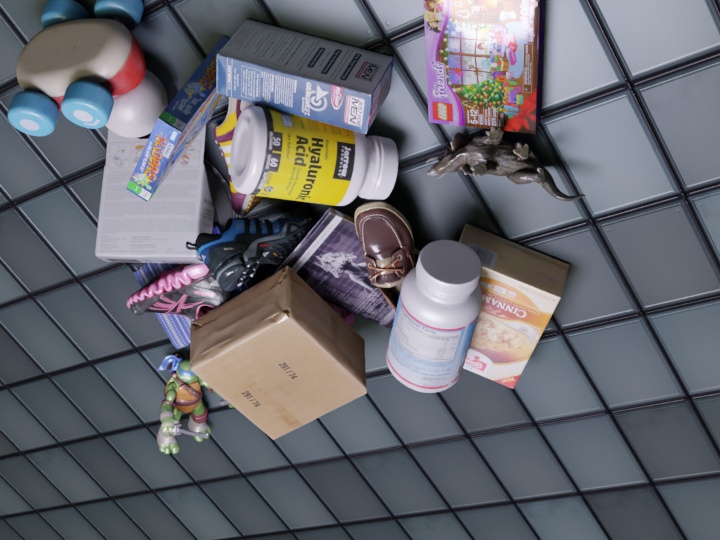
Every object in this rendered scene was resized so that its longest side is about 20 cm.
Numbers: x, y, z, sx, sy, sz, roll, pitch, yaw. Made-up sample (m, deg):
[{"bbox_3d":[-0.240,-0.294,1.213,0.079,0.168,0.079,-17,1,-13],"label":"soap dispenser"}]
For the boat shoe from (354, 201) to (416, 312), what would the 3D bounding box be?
[{"bbox_3d":[0.042,-0.007,1.455,0.072,0.072,0.201,-11,137,8],"label":"boat shoe"}]

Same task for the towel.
[{"bbox_3d":[-0.249,0.026,1.623,0.199,0.024,0.146,-26,93,40],"label":"towel"}]

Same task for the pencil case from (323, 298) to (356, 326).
[{"bbox_3d":[-0.094,0.082,1.649,0.083,0.087,0.200,27,140,-32],"label":"pencil case"}]

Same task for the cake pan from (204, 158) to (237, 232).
[{"bbox_3d":[-0.281,-0.099,1.600,0.199,0.037,0.201,12,133,13],"label":"cake pan"}]

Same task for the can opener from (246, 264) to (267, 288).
[{"bbox_3d":[-0.155,0.048,1.613,0.066,0.053,0.201,18,111,22],"label":"can opener"}]

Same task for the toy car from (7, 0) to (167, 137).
[{"bbox_3d":[-0.334,-0.236,1.432,0.176,0.186,0.200,-4,151,26],"label":"toy car"}]

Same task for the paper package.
[{"bbox_3d":[-0.115,0.120,1.532,0.190,0.104,0.200,-28,129,22],"label":"paper package"}]

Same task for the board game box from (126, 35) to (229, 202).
[{"bbox_3d":[-0.222,-0.195,1.374,0.034,0.201,0.136,31,135,-6],"label":"board game box"}]

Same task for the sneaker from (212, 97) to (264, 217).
[{"bbox_3d":[-0.160,-0.167,1.471,0.090,0.075,0.201,28,129,10],"label":"sneaker"}]

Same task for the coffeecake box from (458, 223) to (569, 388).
[{"bbox_3d":[0.182,0.053,1.508,0.153,0.073,0.201,22,135,4],"label":"coffeecake box"}]

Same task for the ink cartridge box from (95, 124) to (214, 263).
[{"bbox_3d":[-0.286,-0.112,1.522,0.161,0.202,0.057,1,168,18],"label":"ink cartridge box"}]

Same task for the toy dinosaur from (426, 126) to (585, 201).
[{"bbox_3d":[0.184,-0.137,1.340,0.198,0.102,0.078,9,98,1],"label":"toy dinosaur"}]

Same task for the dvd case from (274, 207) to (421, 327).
[{"bbox_3d":[0.000,0.000,1.525,0.199,0.016,0.149,24,129,-25],"label":"dvd case"}]

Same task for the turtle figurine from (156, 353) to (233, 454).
[{"bbox_3d":[-0.277,0.253,1.839,0.199,0.144,0.194,26,139,4],"label":"turtle figurine"}]

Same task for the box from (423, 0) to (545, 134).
[{"bbox_3d":[0.146,-0.260,1.268,0.136,0.039,0.201,9,133,17],"label":"box"}]

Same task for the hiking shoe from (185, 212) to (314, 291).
[{"bbox_3d":[-0.142,-0.050,1.487,0.087,0.200,0.075,46,130,12],"label":"hiking shoe"}]

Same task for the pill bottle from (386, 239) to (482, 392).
[{"bbox_3d":[0.100,0.060,1.424,0.108,0.109,0.201,18,134,8],"label":"pill bottle"}]

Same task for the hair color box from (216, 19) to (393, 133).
[{"bbox_3d":[-0.069,-0.242,1.336,0.199,0.100,0.061,16,133,10],"label":"hair color box"}]

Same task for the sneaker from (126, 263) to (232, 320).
[{"bbox_3d":[-0.264,0.043,1.587,0.199,0.079,0.096,-20,109,40],"label":"sneaker"}]

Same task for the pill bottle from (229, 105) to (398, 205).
[{"bbox_3d":[-0.057,-0.142,1.372,0.199,0.112,0.112,5,140,-23],"label":"pill bottle"}]
